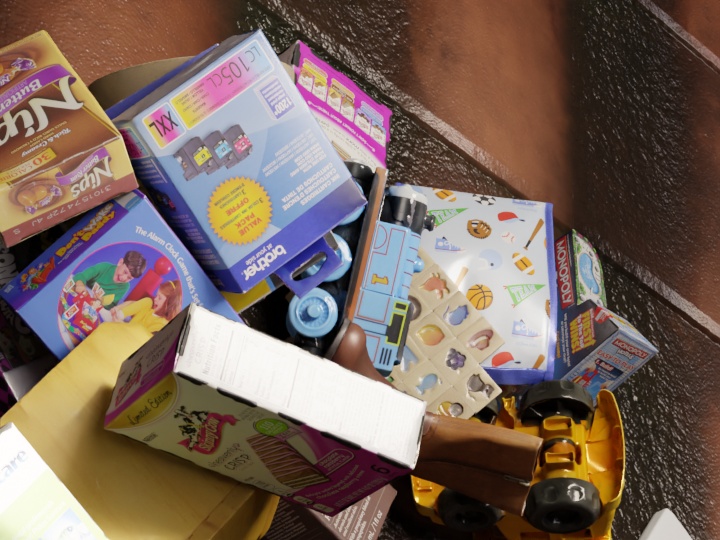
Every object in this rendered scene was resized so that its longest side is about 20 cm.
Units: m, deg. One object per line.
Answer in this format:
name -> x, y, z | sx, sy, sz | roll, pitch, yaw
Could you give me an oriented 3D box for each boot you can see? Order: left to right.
boot -> 0.060, 0.133, 1.745 | 0.199, 0.189, 0.069 | 17, 46, 15

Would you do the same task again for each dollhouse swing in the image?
dollhouse swing -> -0.184, 0.176, 1.557 | 0.176, 0.182, 0.200 | 34, 52, 12

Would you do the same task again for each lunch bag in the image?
lunch bag -> 0.103, 0.029, 1.956 | 0.169, 0.124, 0.200 | 5, 47, -6

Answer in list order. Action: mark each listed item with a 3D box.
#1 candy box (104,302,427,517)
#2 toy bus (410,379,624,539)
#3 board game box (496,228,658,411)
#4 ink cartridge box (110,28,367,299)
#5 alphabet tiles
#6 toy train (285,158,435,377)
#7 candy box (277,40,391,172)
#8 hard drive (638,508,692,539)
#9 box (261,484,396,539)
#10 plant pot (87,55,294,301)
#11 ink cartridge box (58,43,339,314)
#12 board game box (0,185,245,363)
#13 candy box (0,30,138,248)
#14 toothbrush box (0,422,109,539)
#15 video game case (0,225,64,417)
candy box -> -0.071, 0.107, 1.477 | 0.199, 0.136, 0.061 | 24, 59, -19
toy bus -> 0.151, 0.209, 1.915 | 0.192, 0.199, 0.136 | 81, 7, -54
board game box -> 0.205, 0.070, 2.023 | 0.062, 0.200, 0.201 | 28, 46, -33
ink cartridge box -> -0.091, -0.074, 1.617 | 0.136, 0.076, 0.200 | -37, 107, -17
alphabet tiles -> 0.030, 0.069, 1.870 | 0.166, 0.006, 0.200 | -39, 80, -13
toy train -> 0.000, 0.000, 1.836 | 0.114, 0.087, 0.201 | 14, 81, -2
candy box -> -0.043, -0.109, 1.970 | 0.136, 0.061, 0.200 | 35, 41, -28
hard drive -> 0.321, 0.355, 2.099 | 0.132, 0.027, 0.200 | 54, 37, -6
box -> -0.068, 0.171, 1.740 | 0.200, 0.075, 0.100 | 44, 39, -15
plant pot -> -0.141, -0.069, 1.765 | 0.187, 0.187, 0.201 | 3, 78, -48
ink cartridge box -> -0.145, -0.053, 1.661 | 0.197, 0.047, 0.200 | -33, 108, -13
board game box -> -0.175, 0.047, 1.601 | 0.200, 0.134, 0.045 | 55, -12, -33
candy box -> -0.268, -0.110, 1.600 | 0.200, 0.116, 0.057 | 50, -19, 47
toothbrush box -> -0.243, 0.226, 1.422 | 0.200, 0.145, 0.086 | 50, 48, -9
video game case -> -0.276, 0.005, 1.648 | 0.181, 0.036, 0.200 | -22, 82, -54
